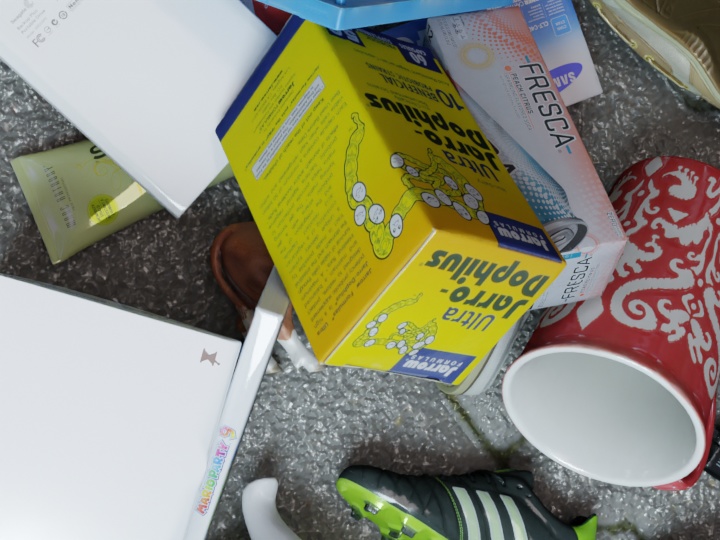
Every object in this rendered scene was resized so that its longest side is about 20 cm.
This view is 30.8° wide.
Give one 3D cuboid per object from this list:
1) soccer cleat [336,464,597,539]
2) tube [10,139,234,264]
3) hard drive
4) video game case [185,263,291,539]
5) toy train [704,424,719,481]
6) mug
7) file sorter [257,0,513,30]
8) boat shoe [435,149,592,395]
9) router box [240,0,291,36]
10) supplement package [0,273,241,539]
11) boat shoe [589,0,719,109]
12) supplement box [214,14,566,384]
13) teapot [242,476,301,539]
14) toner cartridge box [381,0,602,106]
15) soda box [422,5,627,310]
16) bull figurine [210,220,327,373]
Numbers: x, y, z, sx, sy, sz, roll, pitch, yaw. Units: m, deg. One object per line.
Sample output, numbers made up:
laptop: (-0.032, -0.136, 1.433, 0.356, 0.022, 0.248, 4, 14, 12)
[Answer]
soccer cleat: (0.077, 0.170, 0.926, 0.199, 0.068, 0.081, 26, 66, -13)
tube: (-0.128, -0.075, 0.882, 0.199, 0.058, 0.052, -22, 132, -10)
hard drive: (-0.148, -0.150, 0.838, 0.200, 0.027, 0.132, 43, 81, -9)
video game case: (-0.077, 0.089, 0.811, 0.018, 0.143, 0.201, 19, 109, -2)
toy train: (0.225, 0.107, 0.972, 0.200, 0.034, 0.046, 33, 93, -11)
mug: (0.193, 0.040, 0.901, 0.133, 0.178, 0.200, 16, 52, 18)
file sorter: (0.002, -0.232, 0.803, 0.200, 0.138, 0.123, -21, 130, -52)
boat shoe: (0.112, -0.002, 0.922, 0.068, 0.075, 0.201, 14, 101, -33)
router box: (-0.151, -0.239, 0.877, 0.179, 0.049, 0.201, -13, 93, -13)
supplement package: (-0.176, 0.091, 0.791, 0.150, 0.200, 0.152, 17, 85, -13)
boat shoe: (0.244, -0.173, 0.961, 0.200, 0.066, 0.074, 38, 80, -23)
supplement box: (0.012, -0.046, 0.774, 0.109, 0.200, 0.110, 12, 129, -40)
teapot: (-0.088, 0.275, 0.844, 0.200, 0.146, 0.198, -30, 128, -35)
toner cartridge box: (0.064, -0.136, 0.930, 0.199, 0.043, 0.095, -22, 95, -13)
soda box: (0.097, -0.075, 0.833, 0.068, 0.064, 0.200, -10, 57, -13)
bull figurine: (0.000, 0.000, 0.899, 0.199, 0.065, 0.122, -10, 94, -2)
